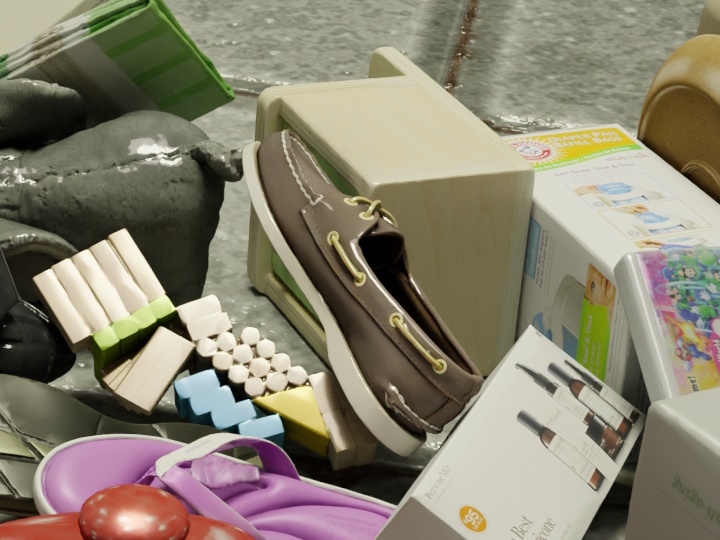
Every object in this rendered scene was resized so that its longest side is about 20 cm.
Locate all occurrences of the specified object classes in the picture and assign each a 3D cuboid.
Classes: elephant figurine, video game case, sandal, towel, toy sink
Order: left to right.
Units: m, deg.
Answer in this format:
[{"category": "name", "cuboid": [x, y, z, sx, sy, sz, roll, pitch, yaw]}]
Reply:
[{"category": "elephant figurine", "cuboid": [-0.185, -0.034, 1.355, 0.199, 0.156, 0.142, 4, 26, -21]}, {"category": "towel", "cuboid": [-0.186, -0.093, 1.411, 0.199, 0.149, 0.031, -25, 67, 7]}, {"category": "sandal", "cuboid": [-0.132, 0.106, 1.177, 0.200, 0.057, 0.080, 16, 39, -22]}, {"category": "sandal", "cuboid": [-0.054, 0.105, 1.140, 0.201, 0.050, 0.083, 12, 36, -21]}, {"category": "toy sink", "cuboid": [0.003, -0.036, 1.414, 0.111, 0.131, 0.200, -6, 29, -23]}, {"category": "video game case", "cuboid": [0.236, 0.076, 1.229, 0.181, 0.024, 0.201, -4, 63, -20]}]

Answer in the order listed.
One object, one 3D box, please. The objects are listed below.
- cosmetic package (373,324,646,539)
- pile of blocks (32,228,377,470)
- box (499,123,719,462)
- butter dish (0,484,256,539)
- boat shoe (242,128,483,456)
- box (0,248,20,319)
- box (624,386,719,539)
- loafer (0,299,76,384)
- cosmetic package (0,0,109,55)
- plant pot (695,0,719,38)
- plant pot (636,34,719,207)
[{"category": "cosmetic package", "cuboid": [0.076, 0.104, 1.194, 0.082, 0.051, 0.200, 36, 30, 3]}, {"category": "pile of blocks", "cuboid": [-0.083, 0.061, 1.271, 0.199, 0.062, 0.082, 31, 63, 13]}, {"category": "box", "cuboid": [0.143, 0.008, 1.372, 0.101, 0.113, 0.200, -8, 30, -23]}, {"category": "butter dish", "cuboid": [-0.094, 0.155, 0.969, 0.198, 0.149, 0.200, -2, 27, -15]}, {"category": "boat shoe", "cuboid": [0.000, 0.000, 1.259, 0.072, 0.059, 0.201, 28, 30, -54]}, {"category": "box", "cuboid": [-0.289, -0.023, 1.225, 0.199, 0.123, 0.106, 20, 52, 31]}, {"category": "box", "cuboid": [0.220, 0.163, 0.962, 0.170, 0.201, 0.199, -12, 31, -29]}, {"category": "loafer", "cuboid": [-0.242, 0.027, 1.311, 0.200, 0.069, 0.070, 17, 6, 31]}, {"category": "cosmetic package", "cuboid": [-0.228, -0.121, 1.572, 0.071, 0.106, 0.200, 10, 24, 12]}, {"category": "plant pot", "cuboid": [0.312, -0.047, 1.451, 0.199, 0.201, 0.177, -9, 37, -29]}, {"category": "plant pot", "cuboid": [0.206, -0.033, 1.378, 0.027, 0.201, 0.200, -15, 31, -20]}]
